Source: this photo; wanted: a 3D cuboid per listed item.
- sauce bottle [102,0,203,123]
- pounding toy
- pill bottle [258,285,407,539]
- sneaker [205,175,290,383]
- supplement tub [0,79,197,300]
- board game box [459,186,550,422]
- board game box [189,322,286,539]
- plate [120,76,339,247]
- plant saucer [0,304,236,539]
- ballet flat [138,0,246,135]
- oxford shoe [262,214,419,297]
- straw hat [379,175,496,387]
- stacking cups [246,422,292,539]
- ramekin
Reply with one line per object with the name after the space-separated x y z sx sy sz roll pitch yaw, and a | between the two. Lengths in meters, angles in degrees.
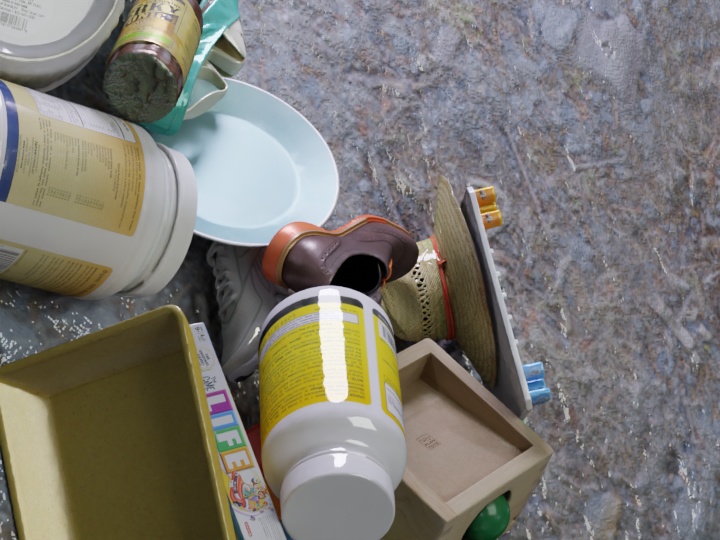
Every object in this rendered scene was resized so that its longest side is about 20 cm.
-0.162 -0.190 1.468 0.065 0.065 0.201 45 24 -21 | sauce bottle
0.049 0.198 1.547 0.200 0.143 0.183 41 40 22 | pounding toy
-0.022 0.115 1.397 0.112 0.112 0.201 36 28 -28 | pill bottle
-0.100 0.005 1.553 0.081 0.075 0.202 26 51 -22 | sneaker
-0.238 -0.058 1.388 0.199 0.144 0.146 16 63 -38 | supplement tub
0.123 0.044 1.646 0.026 0.200 0.202 -13 76 -6 | board game box
-0.121 0.160 1.389 0.034 0.135 0.202 -11 68 -30 | board game box
-0.114 -0.089 1.557 0.198 0.026 0.202 13 46 -13 | plate
-0.174 0.146 1.341 0.048 0.199 0.202 1 73 -56 | plant saucer
-0.140 -0.182 1.573 0.070 0.067 0.201 38 46 -9 | ballet flat
0.000 0.000 1.538 0.199 0.072 0.072 -8 123 -55 | oxford shoe
0.058 0.020 1.669 0.084 0.201 0.203 -12 81 -6 | straw hat
-0.042 0.217 1.491 0.060 0.061 0.201 -10 56 -44 | stacking cups
-0.270 -0.235 1.405 0.198 0.105 0.203 0 91 -26 | ramekin
